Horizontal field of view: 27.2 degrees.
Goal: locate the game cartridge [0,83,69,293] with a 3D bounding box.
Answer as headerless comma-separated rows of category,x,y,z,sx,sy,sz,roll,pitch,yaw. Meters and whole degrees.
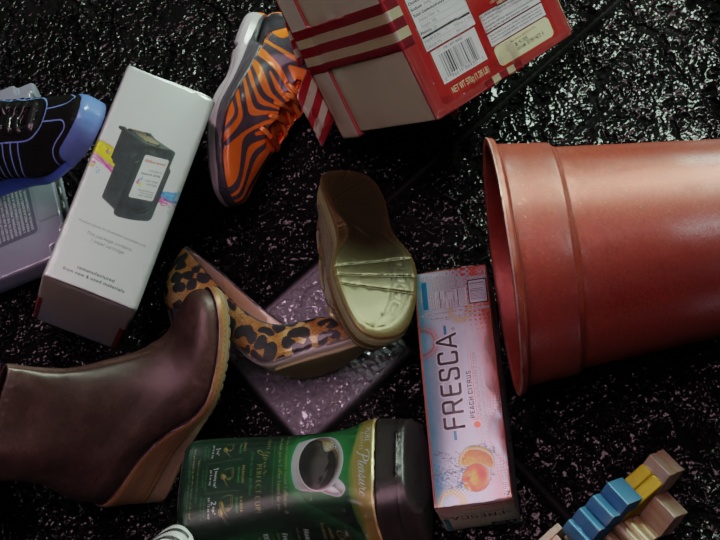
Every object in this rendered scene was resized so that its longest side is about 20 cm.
game cartridge,-0.345,-0.070,1.397,0.132,0.041,0.202,-19,63,1

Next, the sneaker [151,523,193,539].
sneaker,-0.172,0.291,1.152,0.116,0.075,0.200,50,123,0

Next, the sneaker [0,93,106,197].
sneaker,-0.302,-0.116,1.293,0.199,0.078,0.071,-18,50,43

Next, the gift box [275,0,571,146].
gift box,0.041,-0.207,1.252,0.184,0.186,0.202,-28,105,-25

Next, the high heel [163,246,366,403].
high heel,-0.076,0.023,1.264,0.198,0.071,0.144,-17,69,16

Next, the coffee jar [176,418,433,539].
coffee jar,-0.040,0.178,1.176,0.198,0.086,0.105,-8,46,11

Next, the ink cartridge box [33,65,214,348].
ink cartridge box,-0.205,-0.052,1.283,0.082,0.146,0.202,21,70,-9

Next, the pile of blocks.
pile of blocks,0.175,0.217,1.110,0.200,0.082,0.062,-42,63,-7

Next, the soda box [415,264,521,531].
soda box,0.084,0.100,1.193,0.063,0.069,0.202,-8,64,9

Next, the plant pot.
plant pot,0.204,-0.015,1.158,0.193,0.201,0.203,-7,64,2

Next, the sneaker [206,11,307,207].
sneaker,-0.068,-0.149,1.340,0.111,0.078,0.202,4,67,17

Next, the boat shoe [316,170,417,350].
boat shoe,-0.003,-0.001,1.232,0.072,0.064,0.202,1,41,-18

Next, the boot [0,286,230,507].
boot,-0.202,0.094,1.190,0.072,0.165,0.202,37,108,58
